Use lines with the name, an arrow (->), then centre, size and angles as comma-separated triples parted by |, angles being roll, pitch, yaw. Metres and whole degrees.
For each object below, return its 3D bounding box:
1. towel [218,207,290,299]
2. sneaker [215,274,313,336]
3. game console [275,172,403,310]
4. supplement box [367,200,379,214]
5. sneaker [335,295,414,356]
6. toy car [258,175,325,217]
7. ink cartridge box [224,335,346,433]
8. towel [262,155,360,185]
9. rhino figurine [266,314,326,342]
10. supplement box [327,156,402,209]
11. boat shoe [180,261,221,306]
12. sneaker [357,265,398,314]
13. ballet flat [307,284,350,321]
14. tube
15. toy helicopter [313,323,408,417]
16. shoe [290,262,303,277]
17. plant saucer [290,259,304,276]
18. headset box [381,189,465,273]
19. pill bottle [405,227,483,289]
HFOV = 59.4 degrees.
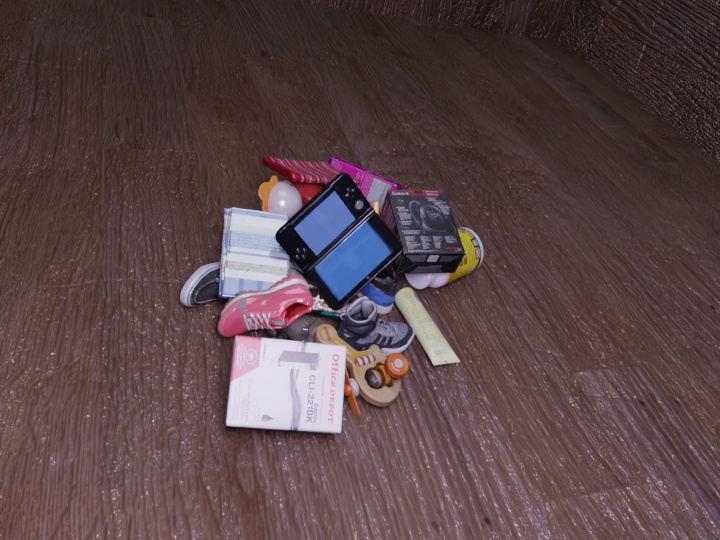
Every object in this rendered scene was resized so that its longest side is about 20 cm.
towel -> -0.214, -0.031, 1.289 | 0.142, 0.024, 0.206 | 6, 66, -15
sneaker -> -0.178, 0.078, 1.193 | 0.196, 0.075, 0.087 | -25, 42, -14
game console -> -0.042, -0.059, 1.270 | 0.199, 0.173, 0.119 | -41, 37, -1
supplement box -> 0.003, -0.088, 1.434 | 0.083, 0.114, 0.200 | 3, -3, 3
sneaker -> 0.034, 0.112, 1.278 | 0.195, 0.116, 0.076 | -6, 41, -27
toy car -> -0.158, -0.156, 1.411 | 0.180, 0.200, 0.182 | 9, 75, 29
ink cartridge box -> -0.126, 0.197, 1.079 | 0.194, 0.084, 0.149 | 7, 76, -13
towel -> -0.112, -0.226, 1.437 | 0.196, 0.023, 0.144 | -3, 26, -41
rhino figurine -> -0.150, 0.110, 1.257 | 0.195, 0.061, 0.088 | 21, 41, 18
supplement box -> 0.001, -0.216, 1.671 | 0.196, 0.106, 0.101 | 25, 12, 9
boat shoe -> -0.283, 0.024, 1.303 | 0.070, 0.074, 0.199 | 27, 36, 22
sneaker -> 0.001, 0.000, 1.411 | 0.198, 0.113, 0.076 | 35, 40, 24
ballet flat -> -0.084, 0.066, 1.320 | 0.194, 0.076, 0.066 | 13, 77, -6
tube -> 0.136, 0.125, 1.363 | 0.057, 0.052, 0.202 | -30, 53, -4
toy helicopter -> -0.013, 0.180, 1.187 | 0.198, 0.080, 0.132 | 38, 52, 8
shoe -> -0.194, -0.017, 1.357 | 0.197, 0.054, 0.070 | 30, 21, -21
plant saucer -> -0.118, -0.050, 1.509 | 0.068, 0.019, 0.201 | 24, 38, 9
headset box -> 0.136, -0.097, 1.425 | 0.144, 0.078, 0.204 | -1, 54, -17
pill bottle -> 0.199, -0.026, 1.519 | 0.197, 0.115, 0.112 | -22, 50, -39
